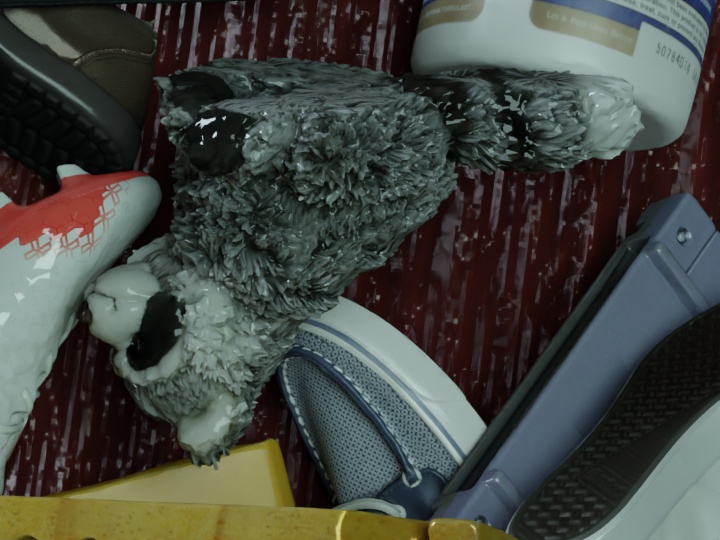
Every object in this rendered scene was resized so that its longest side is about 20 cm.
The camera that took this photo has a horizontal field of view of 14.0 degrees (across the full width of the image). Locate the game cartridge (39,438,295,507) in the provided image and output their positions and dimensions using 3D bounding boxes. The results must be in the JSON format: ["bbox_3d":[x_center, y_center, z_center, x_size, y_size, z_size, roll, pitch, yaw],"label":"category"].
[{"bbox_3d":[-0.088,0.179,1.088,0.176,0.032,0.201,-14,86,-18],"label":"game cartridge"}]

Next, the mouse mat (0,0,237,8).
[{"bbox_3d":[-0.108,-0.194,1.106,0.161,0.008,0.201,-6,76,-37],"label":"mouse mat"}]

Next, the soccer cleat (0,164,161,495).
[{"bbox_3d":[-0.141,0.041,1.062,0.200,0.069,0.085,-38,75,-18],"label":"soccer cleat"}]

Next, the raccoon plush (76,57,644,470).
[{"bbox_3d":[0.000,0.000,1.051,0.199,0.097,0.134,3,106,2],"label":"raccoon plush"}]

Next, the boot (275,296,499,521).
[{"bbox_3d":[0.016,0.108,1.100,0.090,0.073,0.200,-42,97,-33],"label":"boot"}]

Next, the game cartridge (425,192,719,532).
[{"bbox_3d":[0.110,0.081,1.118,0.130,0.038,0.200,48,54,-14],"label":"game cartridge"}]

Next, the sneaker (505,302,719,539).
[{"bbox_3d":[0.133,0.075,1.080,0.200,0.073,0.085,-40,115,-31],"label":"sneaker"}]

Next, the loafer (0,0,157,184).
[{"bbox_3d":[-0.157,-0.113,1.092,0.200,0.073,0.071,40,53,-17],"label":"loafer"}]

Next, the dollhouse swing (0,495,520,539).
[{"bbox_3d":[-0.044,0.173,0.970,0.199,0.182,0.176,2,79,17],"label":"dollhouse swing"}]

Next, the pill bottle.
[{"bbox_3d":[0.094,-0.156,1.145,0.111,0.111,0.201,17,79,-14],"label":"pill bottle"}]
